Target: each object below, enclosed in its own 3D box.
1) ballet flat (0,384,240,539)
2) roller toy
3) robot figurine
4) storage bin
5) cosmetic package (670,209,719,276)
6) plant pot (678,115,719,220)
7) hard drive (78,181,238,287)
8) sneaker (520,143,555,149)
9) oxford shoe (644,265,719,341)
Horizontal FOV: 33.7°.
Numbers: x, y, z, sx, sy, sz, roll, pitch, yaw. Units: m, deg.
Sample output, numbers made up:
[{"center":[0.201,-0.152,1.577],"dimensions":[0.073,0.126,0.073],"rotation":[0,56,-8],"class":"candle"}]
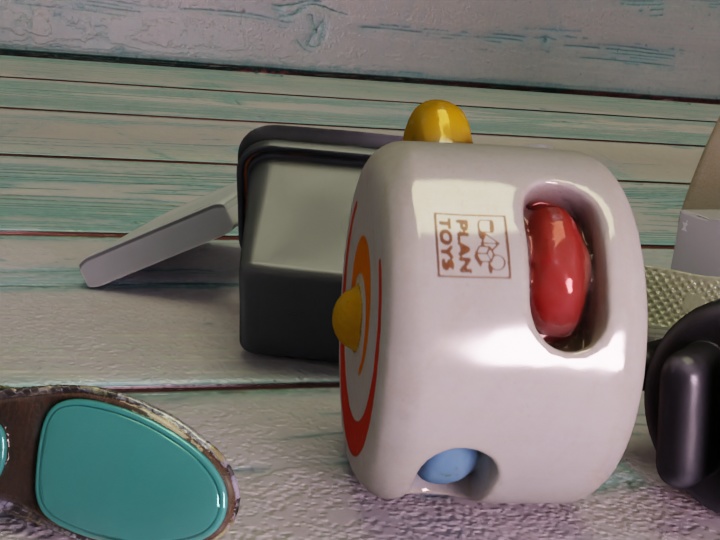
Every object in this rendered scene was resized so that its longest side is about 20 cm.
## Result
[{"center":[-0.148,0.084,0.558],"dimensions":[0.199,0.072,0.072],"rotation":[9,15,7],"class":"ballet flat"},{"center":[0.055,0.024,0.615],"dimensions":[0.139,0.201,0.183],"rotation":[3,20,-9],"class":"roller toy"},{"center":[0.236,0.065,0.655],"dimensions":[0.199,0.125,0.150],"rotation":[-11,54,-48],"class":"robot figurine"},{"center":[0.000,0.000,0.839],"dimensions":[0.199,0.146,0.135],"rotation":[7,42,2],"class":"storage bin"},{"center":[0.394,-0.008,1.089],"dimensions":[0.199,0.091,0.107],"rotation":[-4,17,-24],"class":"cosmetic package"},{"center":[0.530,-0.137,1.455],"dimensions":[0.199,0.178,0.199],"rotation":[15,17,34],"class":"plant pot"},{"center":[-0.142,-0.042,1.007],"dimensions":[0.131,0.027,0.200],"rotation":[-21,9,14],"class":"hard drive"},{"center":[0.156,-0.126,1.459],"dimensions":[0.114,0.076,0.199],"rotation":[22,24,40],"class":"sneaker"},{"center":[0.279,0.044,0.890],"dimensions":[0.199,0.075,0.058],"rotation":[16,-19,27],"class":"oxford shoe"}]
